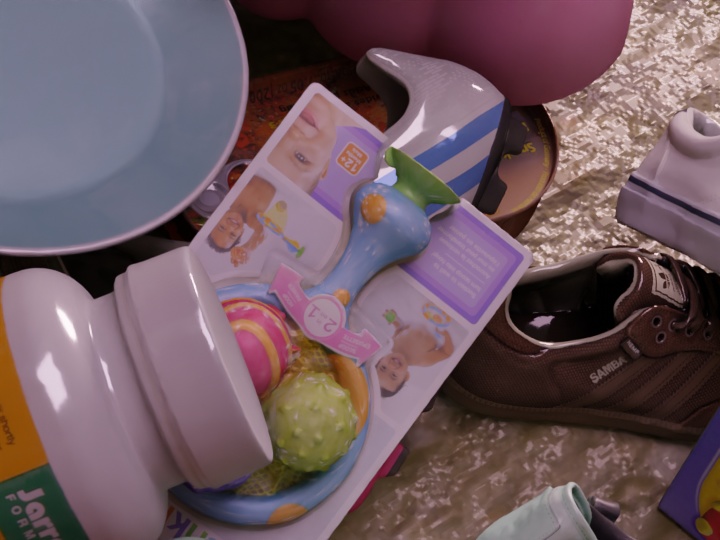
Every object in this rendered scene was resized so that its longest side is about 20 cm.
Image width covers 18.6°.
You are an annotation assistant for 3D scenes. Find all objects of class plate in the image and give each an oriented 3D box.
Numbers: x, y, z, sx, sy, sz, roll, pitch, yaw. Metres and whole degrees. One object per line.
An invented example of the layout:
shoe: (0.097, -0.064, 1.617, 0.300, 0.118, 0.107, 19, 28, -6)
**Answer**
plate: (-0.143, -0.085, 0.884, 0.198, 0.026, 0.202, 8, 55, -12)

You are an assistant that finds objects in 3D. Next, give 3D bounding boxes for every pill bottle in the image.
pill bottle: (-0.137, 0.067, 0.784, 0.198, 0.113, 0.113, -22, 58, 1)

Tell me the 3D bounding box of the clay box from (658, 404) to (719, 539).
clay box: (0.228, 0.119, 0.901, 0.200, 0.115, 0.048, 40, 53, 16)

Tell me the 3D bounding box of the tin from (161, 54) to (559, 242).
tin: (0.000, -0.044, 1.010, 0.199, 0.042, 0.112, -17, 56, -28)

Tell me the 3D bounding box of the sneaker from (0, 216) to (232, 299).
sneaker: (-0.141, 0.005, 0.892, 0.198, 0.090, 0.068, 8, 52, -11)

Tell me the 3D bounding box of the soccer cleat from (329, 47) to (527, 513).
soccer cleat: (0.000, 0.000, 0.925, 0.086, 0.070, 0.202, 24, 72, -12)

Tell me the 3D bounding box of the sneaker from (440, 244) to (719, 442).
sneaker: (0.132, 0.028, 0.968, 0.198, 0.076, 0.071, -2, 53, -18)

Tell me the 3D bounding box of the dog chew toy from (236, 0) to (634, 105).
dog chew toy: (0.026, -0.145, 1.003, 0.198, 0.125, 0.125, 8, 50, 1)

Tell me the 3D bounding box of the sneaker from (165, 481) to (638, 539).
sneaker: (0.021, 0.111, 0.812, 0.199, 0.119, 0.074, 22, 23, -22)

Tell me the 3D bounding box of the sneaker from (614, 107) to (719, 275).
sneaker: (0.182, -0.027, 0.953, 0.073, 0.071, 0.200, 18, 7, -35)

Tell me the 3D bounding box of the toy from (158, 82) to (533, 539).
toy: (-0.031, 0.038, 0.851, 0.115, 0.047, 0.201, 37, 81, -5)
